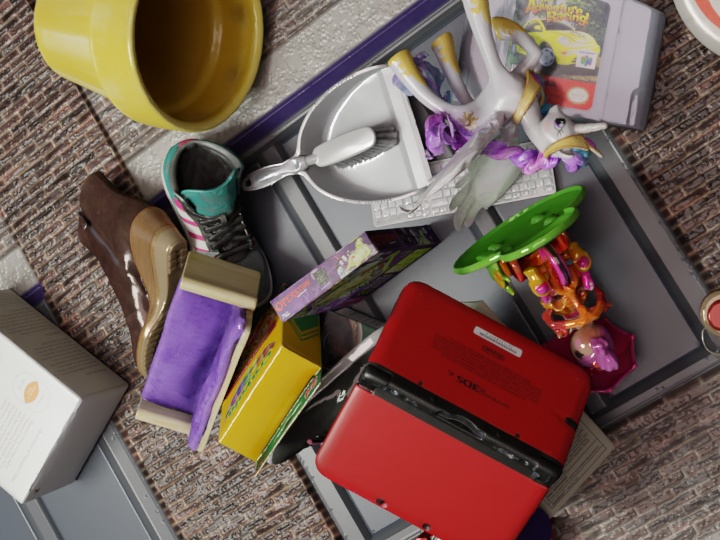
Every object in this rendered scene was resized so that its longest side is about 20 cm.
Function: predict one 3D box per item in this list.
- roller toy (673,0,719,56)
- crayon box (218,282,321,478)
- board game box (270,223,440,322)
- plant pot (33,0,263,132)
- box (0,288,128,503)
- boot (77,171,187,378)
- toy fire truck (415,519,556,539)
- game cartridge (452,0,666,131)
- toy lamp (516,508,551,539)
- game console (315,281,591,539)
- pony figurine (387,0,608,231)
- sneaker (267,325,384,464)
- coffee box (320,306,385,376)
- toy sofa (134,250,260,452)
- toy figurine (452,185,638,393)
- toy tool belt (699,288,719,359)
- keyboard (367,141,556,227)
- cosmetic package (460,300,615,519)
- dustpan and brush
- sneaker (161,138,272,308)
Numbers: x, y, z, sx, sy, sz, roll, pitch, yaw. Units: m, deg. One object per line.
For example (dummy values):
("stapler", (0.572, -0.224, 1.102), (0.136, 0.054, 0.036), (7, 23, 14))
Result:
("roller toy", (0.378, -0.275, 1.103), (0.182, 0.140, 0.201), (-38, 84, 29))
("crayon box", (-0.092, 0.108, 1.274), (0.051, 0.200, 0.127), (30, 106, -14))
("board game box", (0.000, 0.000, 1.231), (0.120, 0.200, 0.032), (-40, 80, 18))
("plant pot", (-0.236, -0.255, 1.308), (0.188, 0.200, 0.202), (12, 99, 34))
("box", (-0.400, 0.142, 1.438), (0.199, 0.106, 0.153), (36, 105, 14))
("boot", (-0.261, 0.005, 1.406), (0.166, 0.072, 0.201), (33, 125, 34))
("toy fire truck", (0.116, 0.336, 1.298), (0.199, 0.049, 0.142), (-9, 92, 19))
("game cartridge", (0.196, -0.219, 1.229), (0.199, 0.041, 0.134), (11, 94, 19))
("toy lamp", (0.104, 0.243, 1.245), (0.199, 0.058, 0.059), (3, 97, 56))
("game console", (0.086, 0.139, 1.148), (0.199, 0.173, 0.119), (28, 146, -1))
("pony figurine", (0.115, -0.142, 1.184), (0.193, 0.166, 0.201), (-39, 76, 22))
("sneaker", (-0.011, 0.156, 1.269), (0.200, 0.071, 0.099), (-44, 74, 14))
("coffee box", (0.042, 0.127, 1.309), (0.199, 0.044, 0.124), (22, 102, 17))
("toy sofa", (-0.175, 0.089, 1.312), (0.082, 0.098, 0.201), (18, 123, -9))
("toy figurine", (0.203, 0.035, 1.185), (0.150, 0.200, 0.185), (-33, 96, -3))
("toy tool belt", (0.407, 0.048, 1.128), (0.198, 0.123, 0.126), (5, 96, 20))
("keyboard", (0.103, -0.090, 1.286), (0.199, 0.011, 0.057), (-10, 91, 20))
("cosmetic package", (0.141, 0.135, 1.213), (0.103, 0.073, 0.200), (-43, 97, -10))
("dustpan and brush", (-0.037, -0.121, 1.306), (0.199, 0.057, 0.141), (-19, 88, 31))
("sneaker", (-0.149, -0.059, 1.317), (0.083, 0.121, 0.201), (-29, 83, -15))
